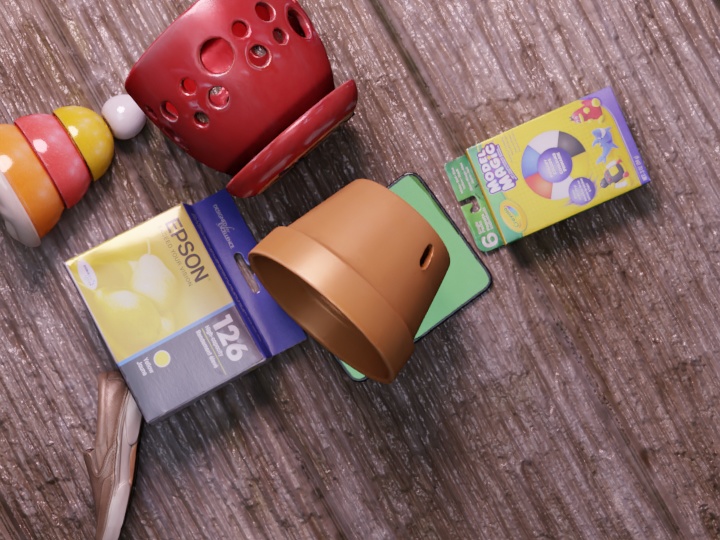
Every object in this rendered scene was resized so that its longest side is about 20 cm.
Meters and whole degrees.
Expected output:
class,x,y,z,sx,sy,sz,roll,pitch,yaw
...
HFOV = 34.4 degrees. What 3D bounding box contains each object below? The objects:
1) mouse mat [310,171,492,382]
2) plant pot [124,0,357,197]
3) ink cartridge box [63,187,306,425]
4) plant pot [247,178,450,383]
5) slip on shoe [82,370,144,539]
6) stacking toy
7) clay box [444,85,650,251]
class,x,y,z,sx,sy,sz,roll,pitch,yaw
mouse mat,0.027,0.008,1.307,0.199,0.008,0.161,-36,88,3
plant pot,-0.119,-0.188,1.222,0.200,0.200,0.183,-39,95,2
ink cartridge box,-0.189,0.035,1.272,0.199,0.047,0.199,-29,85,-9
plant pot,0.000,0.000,1.220,0.200,0.200,0.140,41,76,2
slip on shoe,-0.277,0.211,1.287,0.060,0.076,0.202,10,88,-5
stacking toy,-0.323,-0.132,1.283,0.199,0.146,0.147,-33,89,-17
clay box,0.202,-0.108,1.278,0.199,0.048,0.116,-24,89,2
